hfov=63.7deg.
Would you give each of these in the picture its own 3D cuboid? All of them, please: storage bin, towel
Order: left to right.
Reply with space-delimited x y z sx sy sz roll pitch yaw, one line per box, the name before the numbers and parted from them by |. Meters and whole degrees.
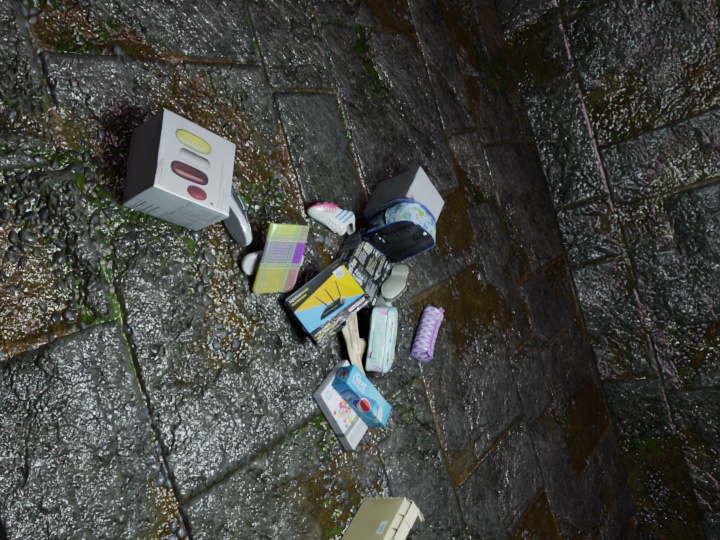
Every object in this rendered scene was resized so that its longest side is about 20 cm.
towel | -0.214 -0.029 1.545 0.142 0.023 0.204 -1 114 -48
storage bin | 0.051 0.727 1.573 0.095 0.196 0.200 57 43 -13

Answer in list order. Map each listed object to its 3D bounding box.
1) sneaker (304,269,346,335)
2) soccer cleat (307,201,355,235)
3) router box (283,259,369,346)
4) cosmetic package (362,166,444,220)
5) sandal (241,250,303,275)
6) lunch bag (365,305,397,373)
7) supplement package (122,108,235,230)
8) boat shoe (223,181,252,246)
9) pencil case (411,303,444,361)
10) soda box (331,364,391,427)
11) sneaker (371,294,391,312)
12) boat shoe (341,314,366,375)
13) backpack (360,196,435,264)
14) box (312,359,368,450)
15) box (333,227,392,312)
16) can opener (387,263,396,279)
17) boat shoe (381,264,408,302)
sneaker | -0.096 0.088 1.683 0.074 0.080 0.204 -38 108 -48
soccer cleat | -0.082 -0.156 1.783 0.198 0.069 0.089 4 71 -50
router box | -0.094 0.088 1.615 0.199 0.051 0.150 -38 86 -22
cosmetic package | 0.146 -0.214 1.974 0.167 0.197 0.169 51 46 -26
sandal | -0.239 -0.036 1.572 0.200 0.050 0.084 -5 121 -45
lunch bag | 0.066 0.211 1.762 0.160 0.075 0.206 5 90 -81
supplement package | -0.417 -0.226 1.347 0.198 0.145 0.196 20 64 -46
boat shoe | -0.323 -0.165 1.499 0.071 0.071 0.204 -33 102 -44
pencil case | 0.241 0.222 2.042 0.084 0.084 0.203 44 49 -29
soda box | 0.005 0.364 1.672 0.201 0.063 0.068 52 44 -25
sneaker | 0.077 0.130 1.899 0.082 0.072 0.206 15 69 -66
boat shoe | -0.012 0.224 1.735 0.071 0.063 0.205 158 -84 -85
backpack | 0.134 -0.138 1.803 0.182 0.197 0.150 37 51 -35
box | -0.042 0.391 1.688 0.156 0.041 0.203 -46 113 -47
box | 0.000 0.000 1.821 0.164 0.085 0.202 49 46 -28
can opener | 0.120 -0.043 1.993 0.054 0.066 0.201 55 44 -23
boat shoe | 0.113 0.052 1.839 0.202 0.070 0.062 -58 150 -58
